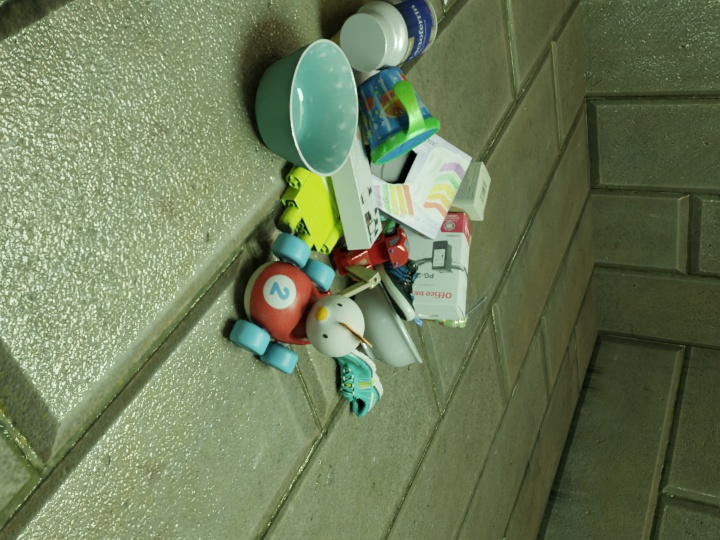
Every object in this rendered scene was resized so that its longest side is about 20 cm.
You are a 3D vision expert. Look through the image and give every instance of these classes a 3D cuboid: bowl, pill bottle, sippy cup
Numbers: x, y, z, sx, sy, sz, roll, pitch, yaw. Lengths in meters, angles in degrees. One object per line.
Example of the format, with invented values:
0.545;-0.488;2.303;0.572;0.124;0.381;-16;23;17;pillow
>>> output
0.038;0.113;1.412;0.204;0.089;0.201;60;2;-4;bowl
0.050;-0.422;1.269;0.200;0.113;0.119;-42;130;-50;pill bottle
-0.093;-0.254;1.127;0.199;0.102;0.207;-18;111;-58;bowl
0.054;-0.276;1.257;0.138;0.176;0.133;-26;87;-49;sippy cup

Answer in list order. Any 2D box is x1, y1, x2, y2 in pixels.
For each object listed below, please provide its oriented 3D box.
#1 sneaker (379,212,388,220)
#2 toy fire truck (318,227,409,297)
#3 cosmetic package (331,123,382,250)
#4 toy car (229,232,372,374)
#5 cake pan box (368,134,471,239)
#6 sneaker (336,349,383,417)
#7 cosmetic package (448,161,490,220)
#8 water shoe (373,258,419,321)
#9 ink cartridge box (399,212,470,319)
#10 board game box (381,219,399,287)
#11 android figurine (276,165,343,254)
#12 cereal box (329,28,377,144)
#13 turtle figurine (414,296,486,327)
0.076;-0.201;1.460;0.077;0.089;0.206;31;68;-57;sneaker
0.000;0.000;1.303;0.143;0.195;0.050;-97;167;-55;toy fire truck
-0.010;-0.148;1.273;0.083;0.049;0.205;-58;139;-59;cosmetic package
-0.067;0.072;1.117;0.177;0.196;0.188;46;65;-54;toy car
0.101;-0.188;1.411;0.197;0.052;0.188;28;86;-21;cake pan box
-0.010;0.215;1.408;0.080;0.076;0.202;-50;137;-26;sneaker
0.169;-0.169;1.522;0.071;0.195;0.108;44;57;-54;cosmetic package
0.076;0.010;1.344;0.072;0.077;0.202;63;0;-39;water shoe
0.149;-0.010;1.488;0.084;0.141;0.206;55;39;-64;ink cartridge box
0.069;-0.004;1.548;0.137;0.028;0.202;-65;146;-32;board game box
-0.076;-0.121;1.252;0.202;0.040;0.185;-59;143;-35;android figurine
0.004;-0.364;1.350;0.145;0.039;0.204;-56;139;-41;cereal box
0.198;0.057;1.628;0.202;0.142;0.194;-55;175;-1;turtle figurine
